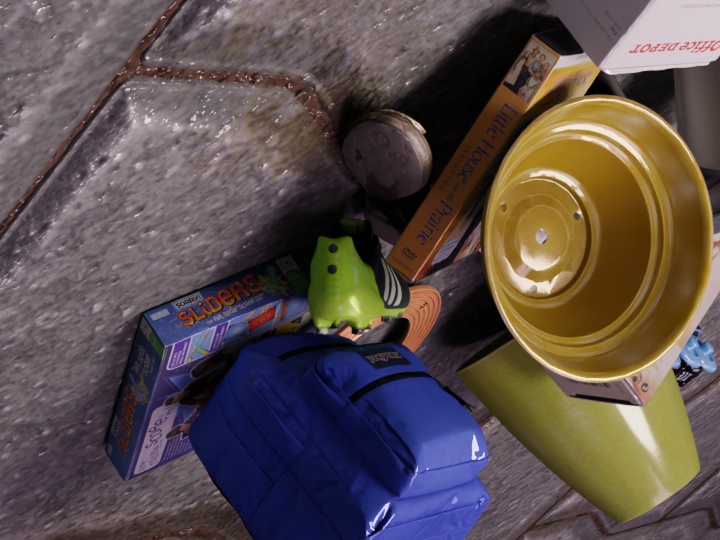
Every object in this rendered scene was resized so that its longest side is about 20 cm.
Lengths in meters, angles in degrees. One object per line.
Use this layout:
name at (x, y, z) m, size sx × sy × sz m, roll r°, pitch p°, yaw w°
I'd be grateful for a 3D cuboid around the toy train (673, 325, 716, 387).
toy train at (0.284, 0.068, 2.044) m, size 0.087 × 0.114 × 0.200 m, roll -40°, pitch 158°, yaw 20°

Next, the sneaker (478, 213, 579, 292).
sneaker at (0.128, -0.029, 1.694) m, size 0.081 × 0.075 × 0.200 m, roll -6°, pitch 154°, yaw -13°

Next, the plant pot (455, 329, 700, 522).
plant pot at (0.220, 0.123, 1.875) m, size 0.187 × 0.200 × 0.187 m, roll -34°, pitch 179°, yaw 0°

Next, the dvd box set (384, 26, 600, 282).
dvd box set at (0.105, -0.088, 1.482) m, size 0.200 × 0.029 × 0.146 m, roll -57°, pitch 167°, yaw 21°

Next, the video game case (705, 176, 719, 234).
video game case at (0.257, -0.061, 1.659) m, size 0.142 × 0.019 × 0.200 m, roll -16°, pitch -164°, yaw 13°

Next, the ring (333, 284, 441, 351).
ring at (-0.012, 0.079, 1.739) m, size 0.200 × 0.019 × 0.201 m, roll -36°, pitch 160°, yaw -15°

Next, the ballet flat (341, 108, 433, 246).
ballet flat at (0.028, -0.072, 1.463) m, size 0.046 × 0.067 × 0.200 m, roll -59°, pitch 164°, yaw -17°

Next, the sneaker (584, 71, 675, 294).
sneaker at (0.191, -0.066, 1.545) m, size 0.074 × 0.201 × 0.085 m, roll -19°, pitch 146°, yaw 1°

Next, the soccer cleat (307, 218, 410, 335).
soccer cleat at (0.000, 0.000, 1.539) m, size 0.067 × 0.081 × 0.200 m, roll 1°, pitch -176°, yaw 8°

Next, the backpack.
backpack at (-0.013, 0.130, 1.529) m, size 0.162 × 0.200 × 0.168 m, roll 1°, pitch 128°, yaw -53°

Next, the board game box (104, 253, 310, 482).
board game box at (-0.119, 0.077, 1.575) m, size 0.135 × 0.035 × 0.200 m, roll -23°, pitch 154°, yaw -30°

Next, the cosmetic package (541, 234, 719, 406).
cosmetic package at (0.239, 0.012, 1.749) m, size 0.087 × 0.103 × 0.200 m, roll 49°, pitch 65°, yaw -28°

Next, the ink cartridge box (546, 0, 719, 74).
ink cartridge box at (0.239, -0.236, 1.387) m, size 0.146 × 0.086 × 0.200 m, roll -10°, pitch 149°, yaw -46°

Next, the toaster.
toaster at (0.328, -0.139, 1.581) m, size 0.113 × 0.200 × 0.130 m, roll -24°, pitch 111°, yaw -28°

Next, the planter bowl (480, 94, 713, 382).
planter bowl at (0.149, -0.023, 1.456) m, size 0.200 × 0.201 × 0.083 m, roll -23°, pitch -167°, yaw -28°
